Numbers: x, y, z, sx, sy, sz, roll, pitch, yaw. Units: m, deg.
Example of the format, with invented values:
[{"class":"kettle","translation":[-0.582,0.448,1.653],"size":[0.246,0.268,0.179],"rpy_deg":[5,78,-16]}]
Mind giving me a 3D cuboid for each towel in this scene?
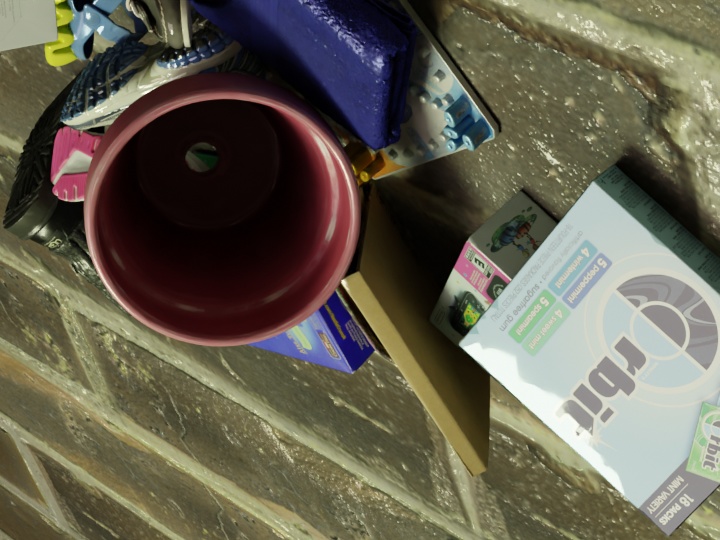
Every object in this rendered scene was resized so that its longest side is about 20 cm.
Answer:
[{"class":"towel","translation":[-0.043,-0.184,1.370],"size":[0.200,0.050,0.148],"rpy_deg":[40,161,15]}]

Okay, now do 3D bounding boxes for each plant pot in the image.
[{"class":"plant pot","translation":[-0.110,-0.064,1.462],"size":[0.200,0.200,0.179],"rpy_deg":[57,-176,-21]}]

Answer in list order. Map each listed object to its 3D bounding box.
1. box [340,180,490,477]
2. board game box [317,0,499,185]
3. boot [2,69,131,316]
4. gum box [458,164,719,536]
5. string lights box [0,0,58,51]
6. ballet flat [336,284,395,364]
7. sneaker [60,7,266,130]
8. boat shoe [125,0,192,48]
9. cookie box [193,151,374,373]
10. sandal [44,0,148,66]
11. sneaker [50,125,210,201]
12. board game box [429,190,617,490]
[{"class":"box","translation":[0.047,0.044,1.526],"size":[0.200,0.021,0.164],"rpy_deg":[58,-162,-22]},{"class":"board game box","translation":[-0.010,-0.156,1.437],"size":[0.200,0.026,0.200],"rpy_deg":[52,155,-12]},{"class":"boot","translation":[-0.236,-0.070,1.780],"size":[0.158,0.211,0.079],"rpy_deg":[34,136,-26]},{"class":"gum box","translation":[0.193,0.056,1.320],"size":[0.200,0.045,0.170],"rpy_deg":[43,123,9]},{"class":"string lights box","translation":[-0.301,-0.275,1.564],"size":[0.200,0.059,0.103],"rpy_deg":[-121,25,-45]},{"class":"ballet flat","translation":[0.000,0.000,1.591],"size":[0.200,0.069,0.071],"rpy_deg":[58,-179,-31]},{"class":"sneaker","translation":[-0.162,-0.144,1.583],"size":[0.200,0.077,0.085],"rpy_deg":[-17,131,35]},{"class":"boat shoe","translation":[-0.161,-0.223,1.421],"size":[0.200,0.057,0.067],"rpy_deg":[-107,10,-48]},{"class":"cookie box","translation":[-0.080,-0.010,1.706],"size":[0.200,0.075,0.171],"rpy_deg":[12,138,50]},{"class":"sandal","translation":[-0.219,-0.254,1.586],"size":[0.087,0.080,0.200],"rpy_deg":[5,138,2]},{"class":"sneaker","translation":[-0.177,-0.082,1.644],"size":[0.200,0.088,0.081],"rpy_deg":[22,106,45]},{"class":"board game box","translation":[0.156,0.055,1.446],"size":[0.200,0.064,0.148],"rpy_deg":[42,156,10]}]
